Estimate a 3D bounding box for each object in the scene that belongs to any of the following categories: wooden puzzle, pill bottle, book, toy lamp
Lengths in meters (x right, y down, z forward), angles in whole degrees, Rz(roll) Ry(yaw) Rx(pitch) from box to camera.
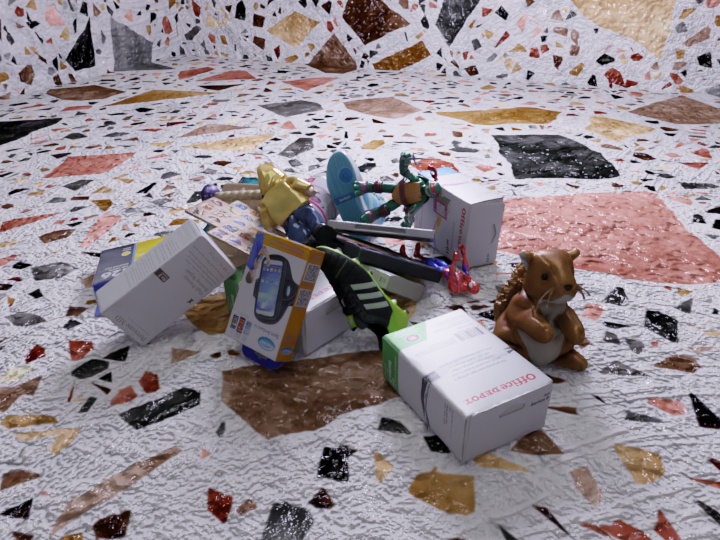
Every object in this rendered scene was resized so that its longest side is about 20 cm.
[{"bbox_3d":[-0.221,-0.086,1.223,0.200,0.046,0.186,4,70,27],"label":"wooden puzzle"},{"bbox_3d":[-0.106,-0.139,1.340,0.113,0.114,0.200,6,29,12],"label":"pill bottle"},{"bbox_3d":[0.000,0.000,1.092,0.200,0.048,0.134,23,1,32],"label":"book"},{"bbox_3d":[-0.221,-0.148,1.191,0.200,0.058,0.058,3,28,29],"label":"toy lamp"}]

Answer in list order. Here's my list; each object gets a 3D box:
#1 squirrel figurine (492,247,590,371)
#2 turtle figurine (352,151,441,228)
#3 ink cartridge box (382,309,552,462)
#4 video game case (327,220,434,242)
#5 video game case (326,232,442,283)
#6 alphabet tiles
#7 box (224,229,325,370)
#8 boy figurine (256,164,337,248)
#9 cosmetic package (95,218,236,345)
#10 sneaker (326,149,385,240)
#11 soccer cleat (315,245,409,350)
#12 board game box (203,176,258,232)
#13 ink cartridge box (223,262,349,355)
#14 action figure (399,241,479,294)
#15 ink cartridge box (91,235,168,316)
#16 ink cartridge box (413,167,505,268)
[{"bbox_3d":[0.269,0.041,0.930,0.141,0.187,0.200,-3,29,-3],"label":"squirrel figurine"},{"bbox_3d":[0.088,-0.153,1.215,0.200,0.150,0.101,-10,-5,31],"label":"turtle figurine"},{"bbox_3d":[0.141,0.152,0.839,0.146,0.084,0.200,-15,32,-24],"label":"ink cartridge box"},{"bbox_3d":[0.044,-0.076,1.182,0.199,0.018,0.143,6,1,7],"label":"video game case"},{"bbox_3d":[0.024,-0.031,1.118,0.200,0.026,0.181,14,8,-37],"label":"video game case"},{"bbox_3d":[-0.207,-0.076,1.088,0.200,0.008,0.167,27,26,7],"label":"alphabet tiles"},{"bbox_3d":[-0.138,0.048,0.930,0.119,0.200,0.041,19,1,35],"label":"box"},{"bbox_3d":[-0.130,-0.111,1.072,0.200,0.124,0.064,49,13,29],"label":"boy figurine"},{"bbox_3d":[-0.318,0.019,0.989,0.200,0.102,0.074,-41,41,-5],"label":"cosmetic package"},{"bbox_3d":[-0.004,-0.174,1.339,0.079,0.200,0.131,-8,14,30],"label":"sneaker"},{"bbox_3d":[-0.006,0.043,0.947,0.081,0.200,0.067,-54,17,-26],"label":"soccer cleat"},{"bbox_3d":[-0.250,-0.125,1.323,0.135,0.028,0.200,10,54,24],"label":"board game box"},{"bbox_3d":[-0.115,0.045,1.036,0.200,0.088,0.145,21,36,36],"label":"ink cartridge box"},{"bbox_3d":[0.158,-0.025,1.146,0.065,0.099,0.200,-11,33,-34],"label":"action figure"},{"bbox_3d":[-0.405,-0.002,1.157,0.197,0.047,0.200,-13,29,-10],"label":"ink cartridge box"},{"bbox_3d":[0.198,-0.112,1.249,0.084,0.145,0.200,-13,31,-24],"label":"ink cartridge box"}]
